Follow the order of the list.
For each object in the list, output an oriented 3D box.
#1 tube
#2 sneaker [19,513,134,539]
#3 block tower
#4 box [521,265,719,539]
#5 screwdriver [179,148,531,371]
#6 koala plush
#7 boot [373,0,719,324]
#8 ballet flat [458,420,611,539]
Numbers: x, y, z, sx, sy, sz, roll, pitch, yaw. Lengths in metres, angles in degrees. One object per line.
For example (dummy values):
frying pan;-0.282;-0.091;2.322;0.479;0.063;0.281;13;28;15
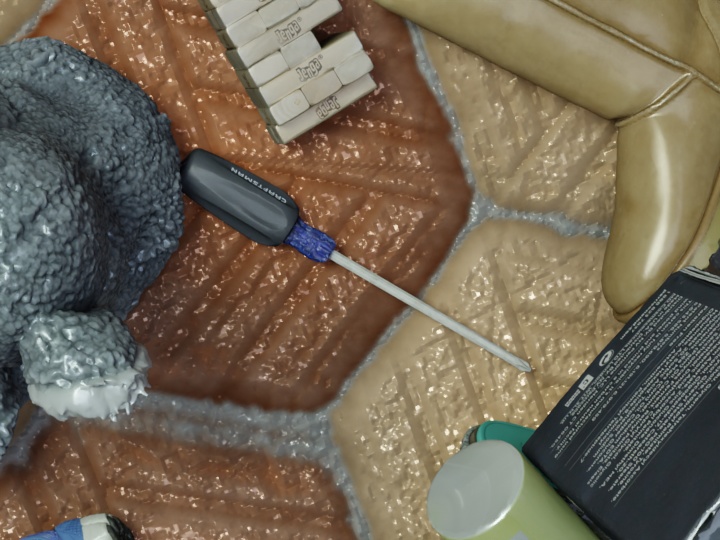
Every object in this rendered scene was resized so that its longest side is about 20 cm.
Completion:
tube;0.103;0.152;0.799;0.052;0.058;0.200;-40;125;3
sneaker;-0.138;0.219;0.792;0.089;0.079;0.201;-10;78;6
block tower;-0.062;-0.159;0.782;0.058;0.054;0.201;-32;101;-7
box;0.198;0.115;0.716;0.200;0.197;0.124;42;88;-12
screwdriver;0.000;0.000;0.818;0.199;0.029;0.028;31;90;-7
koala plush;-0.153;-0.016;0.705;0.183;0.200;0.178;-35;100;-5
boot;0.092;-0.091;0.815;0.199;0.066;0.176;28;81;-11
ballet flat;0.136;0.125;0.848;0.199;0.072;0.072;14;93;-11
